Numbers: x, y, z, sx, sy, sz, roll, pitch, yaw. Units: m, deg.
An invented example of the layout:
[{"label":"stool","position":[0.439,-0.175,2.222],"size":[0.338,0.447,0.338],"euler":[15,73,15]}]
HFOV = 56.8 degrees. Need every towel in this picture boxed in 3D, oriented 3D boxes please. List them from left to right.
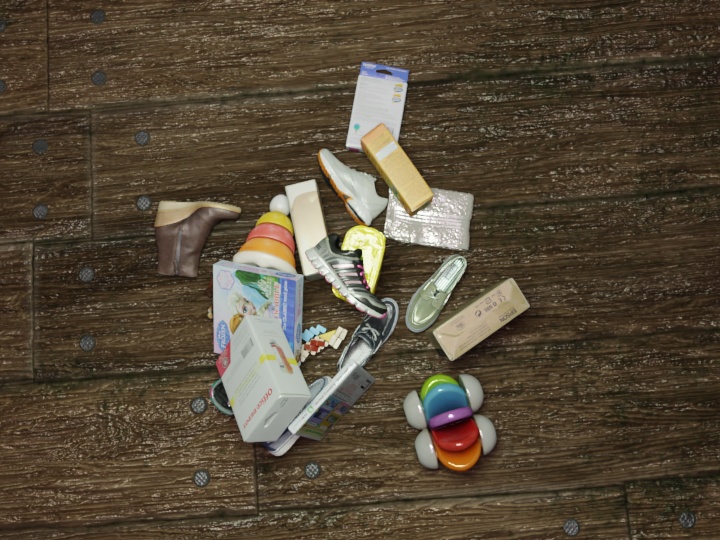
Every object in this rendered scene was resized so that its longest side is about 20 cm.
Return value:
[{"label":"towel","position":[0.154,-0.122,1.502],"size":[0.196,0.034,0.135],"euler":[7,83,3]}]

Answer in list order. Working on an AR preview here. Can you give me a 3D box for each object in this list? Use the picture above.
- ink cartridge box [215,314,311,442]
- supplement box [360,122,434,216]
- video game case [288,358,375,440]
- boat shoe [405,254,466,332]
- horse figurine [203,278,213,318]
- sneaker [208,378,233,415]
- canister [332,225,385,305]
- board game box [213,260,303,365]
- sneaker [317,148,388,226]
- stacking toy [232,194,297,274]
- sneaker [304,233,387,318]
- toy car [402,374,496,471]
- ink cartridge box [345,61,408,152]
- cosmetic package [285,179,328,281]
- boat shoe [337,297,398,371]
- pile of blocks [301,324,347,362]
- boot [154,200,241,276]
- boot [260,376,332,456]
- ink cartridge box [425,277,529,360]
[{"label":"ink cartridge box","position":[-0.194,0.212,1.305],"size":[0.146,0.082,0.201],"euler":[-52,47,26]},{"label":"supplement box","position":[0.080,-0.220,1.467],"size":[0.068,0.067,0.201],"euler":[-36,83,-3]},{"label":"video game case","position":[-0.054,0.271,1.373],"size":[0.022,0.200,0.182],"euler":[41,85,20]},{"label":"boat shoe","position":[0.164,0.046,1.464],"size":[0.071,0.062,0.202],"euler":[34,86,6]},{"label":"horse figurine","position":[-0.260,0.064,1.466],"size":[0.197,0.050,0.135],"euler":[24,109,8]},{"label":"sneaker","position":[-0.233,0.263,1.419],"size":[0.196,0.121,0.085],"euler":[-1,83,1]},{"label":"canister","position":[0.000,0.000,1.406],"size":[0.085,0.200,0.151],"euler":[15,83,4]},{"label":"board game box","position":[-0.218,0.094,1.403],"size":[0.196,0.041,0.204],"euler":[9,108,20]},{"label":"sneaker","position":[-0.017,-0.201,1.506],"size":[0.091,0.076,0.201],"euler":[-37,90,-11]},{"label":"stacking toy","position":[-0.190,-0.079,1.476],"size":[0.143,0.147,0.203],"euler":[12,67,3]},{"label":"sneaker","position":[-0.013,0.005,1.267],"size":[0.200,0.074,0.088],"euler":[43,92,11]},{"label":"toy car","position":[0.187,0.316,1.382],"size":[0.172,0.150,0.204],"euler":[-17,82,0]},{"label":"ink cartridge box","position":[0.040,-0.370,1.536],"size":[0.117,0.042,0.204],"euler":[10,86,2]},{"label":"cosmetic package","position":[-0.108,-0.086,1.472],"size":[0.070,0.105,0.204],"euler":[-13,83,0]},{"label":"boat shoe","position":[0.016,0.145,1.452],"size":[0.071,0.068,0.201],"euler":[38,85,6]},{"label":"pile of blocks","position":[-0.123,0.161,1.459],"size":[0.197,0.062,0.083],"euler":[-24,82,-2]},{"label":"boot","position":[-0.367,-0.071,1.508],"size":[0.196,0.072,0.170],"euler":[1,94,1]},{"label":"boot","position":[-0.142,0.289,1.404],"size":[0.201,0.072,0.091],"euler":[-50,120,-14]},{"label":"ink cartridge box","position":[0.241,0.104,1.401],"size":[0.198,0.165,0.076],"euler":[-34,84,-2]}]
